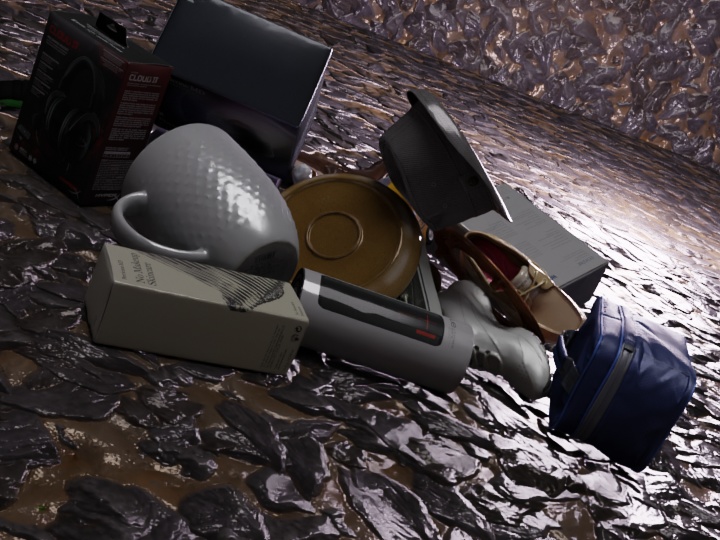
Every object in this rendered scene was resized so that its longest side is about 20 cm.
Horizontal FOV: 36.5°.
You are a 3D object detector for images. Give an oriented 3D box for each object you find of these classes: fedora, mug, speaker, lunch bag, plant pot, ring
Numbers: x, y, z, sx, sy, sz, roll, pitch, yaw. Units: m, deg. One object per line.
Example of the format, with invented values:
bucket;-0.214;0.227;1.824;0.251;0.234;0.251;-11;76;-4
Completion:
fedora;0.086;-0.112;1.268;0.177;0.090;0.200;56;1;44
mug;-0.168;-0.046;1.150;0.199;0.148;0.175;-8;43;-44
speaker;0.018;0.066;1.161;0.199;0.082;0.081;20;20;-12
lunch bag;0.284;0.117;1.235;0.132;0.136;0.200;27;18;2
plant pot;-0.030;-0.035;1.242;0.199;0.028;0.201;-3;58;4
ring;0.154;0.025;1.351;0.201;0.019;0.200;49;-7;8

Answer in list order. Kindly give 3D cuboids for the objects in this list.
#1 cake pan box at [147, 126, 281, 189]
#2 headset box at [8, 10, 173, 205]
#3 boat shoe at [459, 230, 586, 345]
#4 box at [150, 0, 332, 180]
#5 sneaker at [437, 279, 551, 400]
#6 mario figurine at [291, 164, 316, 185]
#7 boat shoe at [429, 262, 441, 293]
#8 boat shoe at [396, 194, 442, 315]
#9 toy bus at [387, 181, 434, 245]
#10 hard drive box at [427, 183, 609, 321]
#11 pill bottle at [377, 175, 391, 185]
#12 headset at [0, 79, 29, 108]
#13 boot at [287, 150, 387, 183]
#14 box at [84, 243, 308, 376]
cake pan box;-0.205;-0.121;1.427;0.183;0.053;0.200;21;20;0
headset box;-0.315;-0.199;1.280;0.149;0.201;0.077;35;23;27
boat shoe;0.199;0.020;1.373;0.200;0.074;0.069;38;-8;24
box;-0.156;-0.231;1.387;0.199;0.124;0.198;22;-17;-2
sneaker;0.142;0.090;1.276;0.087;0.075;0.200;-17;40;-32
mario figurine;-0.021;-0.093;1.467;0.123;0.107;0.200;-13;26;-16
boat shoe;0.000;0.000;1.341;0.199;0.072;0.064;21;-19;-20
boat shoe;0.039;-0.002;1.268;0.063;0.071;0.201;-4;65;-31
toy bus;0.076;-0.091;1.423;0.065;0.079;0.200;8;34;26
hard drive box;0.216;-0.021;1.512;0.155;0.077;0.200;-22;52;-41
pill bottle;0.101;-0.094;1.600;0.112;0.113;0.199;38;24;34
headset;-0.378;-0.207;1.407;0.199;0.095;0.123;4;0;9
boot;-0.055;-0.160;1.682;0.199;0.065;0.187;18;18;-3
box;-0.157;0.039;1.050;0.199;0.069;0.082;13;24;-28
